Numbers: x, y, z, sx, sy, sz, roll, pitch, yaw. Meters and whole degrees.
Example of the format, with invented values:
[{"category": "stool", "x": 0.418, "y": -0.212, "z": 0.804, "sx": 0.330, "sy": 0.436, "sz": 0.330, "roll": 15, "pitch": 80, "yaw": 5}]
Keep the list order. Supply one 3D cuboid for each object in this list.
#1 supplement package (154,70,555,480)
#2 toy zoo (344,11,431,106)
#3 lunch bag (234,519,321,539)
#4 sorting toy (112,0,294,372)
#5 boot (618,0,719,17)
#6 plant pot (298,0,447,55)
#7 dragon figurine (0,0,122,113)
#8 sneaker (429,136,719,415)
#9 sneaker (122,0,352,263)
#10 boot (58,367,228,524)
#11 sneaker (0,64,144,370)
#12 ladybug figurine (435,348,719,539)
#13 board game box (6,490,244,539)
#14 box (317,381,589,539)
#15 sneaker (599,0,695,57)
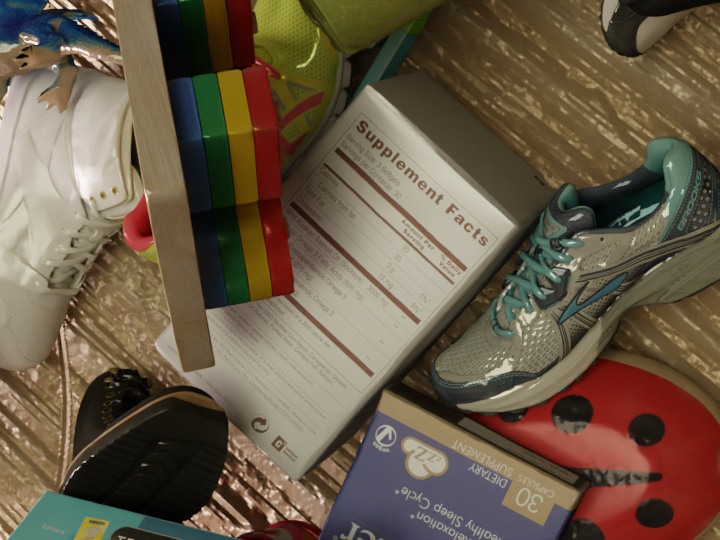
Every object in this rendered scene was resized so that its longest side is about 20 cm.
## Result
[{"category": "supplement package", "x": 0.000, "y": 0.000, "z": 1.098, "sx": 0.117, "sy": 0.117, "sz": 0.200, "roll": 43, "pitch": 108, "yaw": 7}, {"category": "toy zoo", "x": -0.045, "y": -0.132, "z": 1.167, "sx": 0.131, "sy": 0.020, "sz": 0.200, "roll": 37, "pitch": 107, "yaw": 17}, {"category": "lunch bag", "x": -0.071, "y": 0.254, "z": 1.167, "sx": 0.176, "sy": 0.082, "sz": 0.200, "roll": 44, "pitch": 106, "yaw": 13}, {"category": "sorting toy", "x": -0.080, "y": -0.081, "z": 0.977, "sx": 0.070, "sy": 0.199, "sz": 0.200, "roll": -10, "pitch": 64, "yaw": -5}, {"category": "boot", "x": 0.248, "y": -0.110, "z": 0.986, "sx": 0.165, "sy": 0.066, "sz": 0.200, "roll": -31, "pitch": 103, "yaw": 16}, {"category": "plant pot", "x": 0.025, "y": -0.217, "z": 1.007, "sx": 0.184, "sy": 0.200, "sz": 0.200, "roll": -37, "pitch": 78, "yaw": 0}, {"category": "dragon figurine", "x": -0.200, "y": -0.150, "z": 1.176, "sx": 0.200, "sy": 0.059, "sz": 0.100, "roll": -7, "pitch": 55, "yaw": 21}, {"category": "sneaker", "x": 0.112, "y": -0.003, "z": 1.052, "sx": 0.200, "sy": 0.086, "sz": 0.078, "roll": -37, "pitch": 38, "yaw": 5}, {"category": "sneaker", "x": -0.075, "y": -0.082, "z": 1.117, "sx": 0.078, "sy": 0.090, "sz": 0.200, "roll": 33, "pitch": 106, "yaw": 33}, {"category": "boot", "x": -0.135, "y": 0.090, "z": 1.131, "sx": 0.077, "sy": 0.138, "sz": 0.200, "roll": 24, "pitch": 134, "yaw": -21}, {"category": "sneaker", "x": -0.175, "y": -0.026, "z": 1.194, "sx": 0.115, "sy": 0.074, "sz": 0.200, "roll": 13, "pitch": 98, "yaw": 34}, {"category": "ladybug figurine", "x": 0.115, "y": 0.111, "z": 1.086, "sx": 0.200, "sy": 0.072, "sz": 0.136, "roll": -8, "pitch": 90, "yaw": 23}, {"category": "board game box", "x": -0.083, "y": 0.206, "z": 1.057, "sx": 0.200, "sy": 0.047, "sz": 0.151, "roll": 10, "pitch": 134, "yaw": 27}, {"category": "box", "x": 0.030, "y": 0.177, "z": 1.064, "sx": 0.121, "sy": 0.032, "sz": 0.200, "roll": 27, "pitch": 105, "yaw": 12}, {"category": "sneaker", "x": 0.211, "y": -0.183, "z": 1.027, "sx": 0.080, "sy": 0.074, "sz": 0.200, "roll": 48, "pitch": 110, "yaw": 12}]
